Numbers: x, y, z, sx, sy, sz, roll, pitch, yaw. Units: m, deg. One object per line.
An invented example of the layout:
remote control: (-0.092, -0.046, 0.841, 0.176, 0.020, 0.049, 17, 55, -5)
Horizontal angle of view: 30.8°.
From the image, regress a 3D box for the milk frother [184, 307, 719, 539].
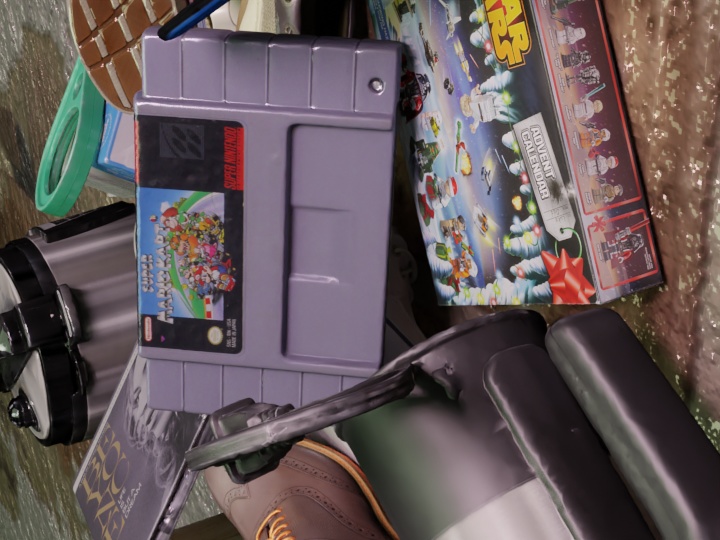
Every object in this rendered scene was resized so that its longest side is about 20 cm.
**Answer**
milk frother: (0.046, 0.124, 0.565, 0.188, 0.200, 0.181, 61, 159, 23)

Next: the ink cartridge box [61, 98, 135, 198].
ink cartridge box: (-0.172, -0.118, 0.967, 0.200, 0.068, 0.116, 2, 75, 63)

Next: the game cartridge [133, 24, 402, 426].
game cartridge: (-0.048, -0.018, 0.653, 0.038, 0.129, 0.201, -84, -3, -69)

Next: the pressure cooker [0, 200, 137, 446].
pressure cooker: (-0.219, 0.047, 1.056, 0.179, 0.200, 0.176, 45, 143, 46)

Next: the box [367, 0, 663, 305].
box: (0.061, -0.084, 0.604, 0.137, 0.040, 0.201, -5, 100, 63)

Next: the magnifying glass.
magnifying glass: (-0.191, -0.134, 0.912, 0.080, 0.022, 0.201, -12, 62, 60)

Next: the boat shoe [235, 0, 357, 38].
boat shoe: (-0.022, -0.170, 0.699, 0.065, 0.073, 0.201, 21, 119, 29)

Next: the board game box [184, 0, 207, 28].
board game box: (-0.110, -0.246, 0.825, 0.200, 0.062, 0.200, 57, 149, 28)

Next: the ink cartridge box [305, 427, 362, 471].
ink cartridge box: (-0.036, 0.062, 0.788, 0.200, 0.045, 0.176, 51, 166, -12)

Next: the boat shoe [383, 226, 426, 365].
boat shoe: (0.000, 0.000, 0.739, 0.200, 0.067, 0.074, 48, 168, 3)

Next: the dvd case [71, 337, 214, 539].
dvd case: (-0.138, 0.109, 0.844, 0.149, 0.016, 0.200, -66, 23, 2)

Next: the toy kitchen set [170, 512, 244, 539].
toy kitchen set: (-0.118, 0.188, 0.958, 0.200, 0.180, 0.164, -41, 67, 58)

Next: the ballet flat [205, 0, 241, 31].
ballet flat: (-0.072, -0.171, 0.735, 0.075, 0.068, 0.200, -72, -24, -44)

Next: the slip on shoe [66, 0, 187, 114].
slip on shoe: (-0.150, -0.198, 0.802, 0.061, 0.076, 0.200, -66, -39, -67)

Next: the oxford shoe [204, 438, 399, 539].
oxford shoe: (-0.027, 0.139, 0.684, 0.200, 0.073, 0.071, 30, 100, 40)

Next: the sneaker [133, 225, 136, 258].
sneaker: (-0.118, 0.007, 0.984, 0.073, 0.085, 0.201, -16, 67, 23)

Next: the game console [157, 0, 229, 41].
game console: (-0.011, -0.206, 0.536, 0.200, 0.118, 0.171, -18, 83, 52)
